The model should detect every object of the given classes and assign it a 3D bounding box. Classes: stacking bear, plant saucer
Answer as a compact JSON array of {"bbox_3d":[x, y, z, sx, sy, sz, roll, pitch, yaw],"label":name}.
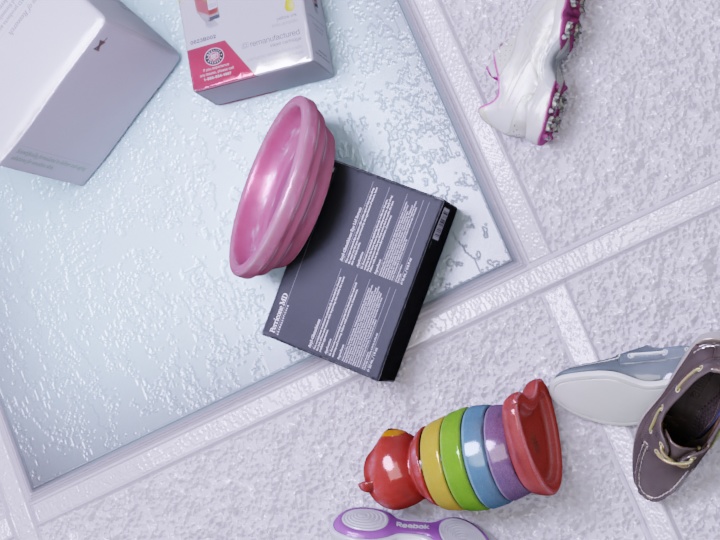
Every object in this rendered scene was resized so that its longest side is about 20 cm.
[{"bbox_3d":[0.095,0.193,1.563,0.199,0.121,0.114,-15,91,23],"label":"stacking bear"},{"bbox_3d":[-0.079,-0.083,1.612,0.051,0.200,0.202,21,91,-17],"label":"plant saucer"}]

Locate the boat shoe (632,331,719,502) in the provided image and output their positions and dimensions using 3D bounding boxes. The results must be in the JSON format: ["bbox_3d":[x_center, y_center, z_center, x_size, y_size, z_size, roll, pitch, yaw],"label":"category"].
[{"bbox_3d":[0.313,0.153,1.483,0.072,0.060,0.201,24,123,4],"label":"boat shoe"}]

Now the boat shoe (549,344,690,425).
[{"bbox_3d":[0.292,0.110,1.546,0.199,0.073,0.062,-4,40,23],"label":"boat shoe"}]

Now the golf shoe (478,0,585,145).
[{"bbox_3d":[0.179,-0.235,1.596,0.091,0.075,0.201,13,87,20],"label":"golf shoe"}]

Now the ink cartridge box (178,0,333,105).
[{"bbox_3d":[-0.123,-0.300,1.683,0.144,0.083,0.201,-13,81,15],"label":"ink cartridge box"}]

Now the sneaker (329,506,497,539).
[{"bbox_3d":[0.064,0.306,1.588,0.199,0.075,0.100,10,118,10],"label":"sneaker"}]

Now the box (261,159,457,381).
[{"bbox_3d":[0.000,0.000,1.621,0.140,0.079,0.201,21,91,15],"label":"box"}]

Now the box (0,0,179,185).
[{"bbox_3d":[-0.347,-0.229,1.681,0.171,0.199,0.200,40,98,16],"label":"box"}]
